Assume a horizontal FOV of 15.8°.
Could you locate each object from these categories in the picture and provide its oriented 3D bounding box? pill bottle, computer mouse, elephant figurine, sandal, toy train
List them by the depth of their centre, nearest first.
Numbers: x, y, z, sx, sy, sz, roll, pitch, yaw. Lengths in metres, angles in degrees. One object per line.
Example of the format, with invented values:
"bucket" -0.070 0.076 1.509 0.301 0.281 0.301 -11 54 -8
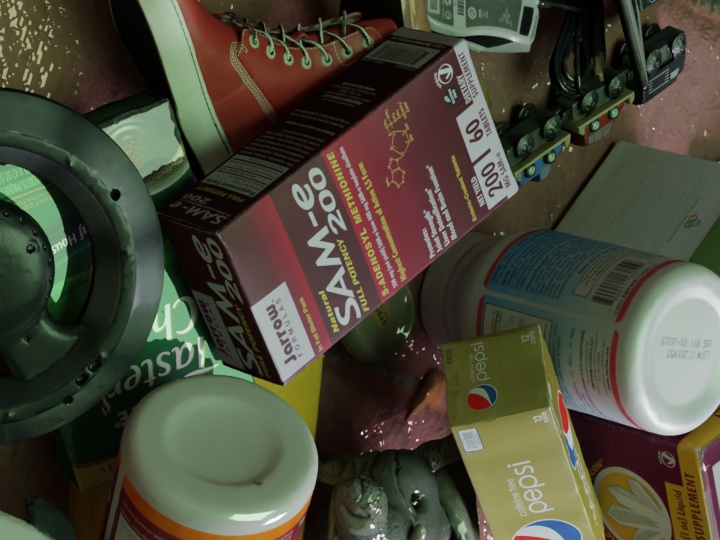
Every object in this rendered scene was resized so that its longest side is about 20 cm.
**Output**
"pill bottle" -0.094 0.163 1.457 0.109 0.110 0.201 -26 147 -37
"sandal" 0.000 0.000 1.568 0.082 0.054 0.200 -54 146 -20
"elephant figurine" 0.025 0.160 1.620 0.141 0.155 0.201 -27 124 -24
"pill bottle" 0.135 0.033 1.655 0.108 0.199 0.109 -13 109 -40
"computer mouse" 0.083 -0.176 1.660 0.199 0.044 0.110 9 79 -42
"toy train" 0.153 -0.109 1.755 0.200 0.034 0.046 -33 134 -34

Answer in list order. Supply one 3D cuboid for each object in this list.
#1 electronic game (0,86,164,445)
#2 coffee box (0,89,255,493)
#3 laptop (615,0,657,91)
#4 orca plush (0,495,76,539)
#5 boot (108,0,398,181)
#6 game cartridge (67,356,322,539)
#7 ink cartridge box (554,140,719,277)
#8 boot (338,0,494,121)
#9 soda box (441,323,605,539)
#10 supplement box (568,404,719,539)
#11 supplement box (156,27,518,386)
"electronic game" -0.203 0.000 1.391 0.199 0.042 0.201 -4 108 -14
"coffee box" -0.137 0.012 1.463 0.122 0.044 0.201 -21 109 -18
"laptop" 0.212 -0.255 1.712 0.200 0.115 0.188 -85 160 -60
"orca plush" -0.223 0.174 1.417 0.199 0.071 0.106 15 52 -12
"boot" -0.054 -0.134 1.481 0.144 0.072 0.200 -33 139 -7
"game cartridge" -0.099 0.095 1.571 0.176 0.032 0.201 -4 105 -43
"ink cartridge box" 0.228 -0.015 1.731 0.104 0.199 0.059 -53 130 -19
"boot" 0.037 -0.123 1.590 0.075 0.074 0.201 -25 136 -18
"soda box" 0.105 0.125 1.614 0.201 0.064 0.068 69 12 -47
"supplement box" 0.189 0.126 1.730 0.103 0.199 0.132 -33 121 -34
"supplement box" -0.010 -0.039 1.468 0.200 0.061 0.109 -40 124 -26
